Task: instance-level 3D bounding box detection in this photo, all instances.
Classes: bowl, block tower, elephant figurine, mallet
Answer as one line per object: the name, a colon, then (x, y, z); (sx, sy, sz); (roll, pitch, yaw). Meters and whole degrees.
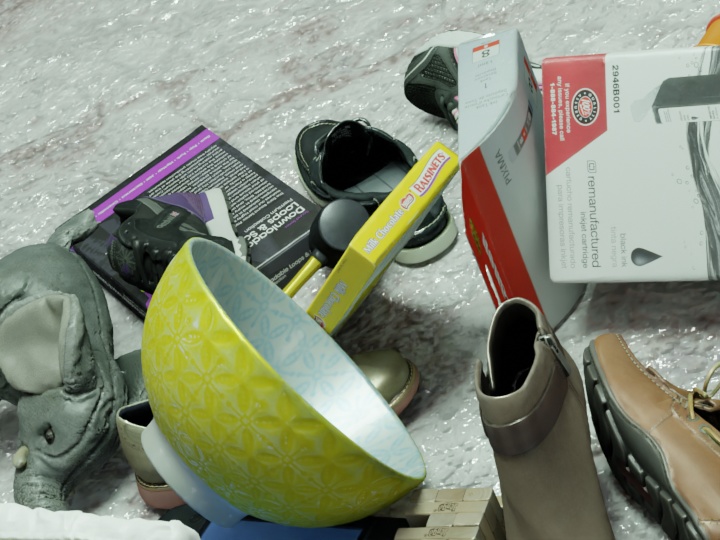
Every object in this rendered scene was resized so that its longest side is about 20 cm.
bowl: (-0.066, 0.089, 1.408); (0.108, 0.200, 0.200); (-45, 35, 8)
block tower: (0.034, 0.206, 1.329); (0.057, 0.054, 0.201); (-5, 40, 27)
elephant figurine: (-0.195, 0.078, 1.581); (0.141, 0.156, 0.200); (-14, 34, -35)
mallet: (-0.062, 0.029, 1.602); (0.200, 0.041, 0.066); (-48, -2, -21)

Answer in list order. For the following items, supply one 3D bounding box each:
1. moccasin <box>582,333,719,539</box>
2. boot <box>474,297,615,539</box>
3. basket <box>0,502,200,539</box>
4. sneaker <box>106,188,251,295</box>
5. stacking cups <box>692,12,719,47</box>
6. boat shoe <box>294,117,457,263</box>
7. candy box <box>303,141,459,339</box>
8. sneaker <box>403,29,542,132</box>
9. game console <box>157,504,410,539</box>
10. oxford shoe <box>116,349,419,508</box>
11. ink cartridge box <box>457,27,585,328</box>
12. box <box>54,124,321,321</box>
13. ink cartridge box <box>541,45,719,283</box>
moccasin: (0.188, 0.099, 1.359); (0.077, 0.074, 0.201); (-21, 32, -11)
boot: (0.100, 0.119, 1.320); (0.070, 0.147, 0.201); (-15, 37, 10)
basket: (-0.154, 0.241, 1.260); (0.199, 0.199, 0.162); (2, 54, 32)
sneaker: (-0.124, 0.002, 1.576); (0.087, 0.076, 0.200); (0, 18, -12)
stacking cups: (0.233, -0.125, 1.629); (0.060, 0.061, 0.200); (2, 42, 32)
boat shoe: (0.000, -0.075, 1.695); (0.074, 0.066, 0.200); (-30, 36, -6)
candy box: (0.000, 0.000, 1.525); (0.026, 0.200, 0.102); (37, 59, 1)
sneaker: (0.094, -0.110, 1.679); (0.199, 0.080, 0.087); (15, 62, 49)
game console: (-0.086, 0.165, 1.386); (0.199, 0.119, 0.171); (1, 37, 31)
oxford shoe: (-0.061, 0.089, 1.516); (0.199, 0.074, 0.071); (-22, 33, 3)
ink cartridge box: (0.105, -0.034, 1.497); (0.050, 0.163, 0.201); (-16, 37, 11)
box: (-0.121, -0.024, 1.731); (0.143, 0.036, 0.200); (-36, 36, -14)
ink cartridge box: (0.221, -0.067, 1.474); (0.199, 0.146, 0.084); (-1, 3, 29)
